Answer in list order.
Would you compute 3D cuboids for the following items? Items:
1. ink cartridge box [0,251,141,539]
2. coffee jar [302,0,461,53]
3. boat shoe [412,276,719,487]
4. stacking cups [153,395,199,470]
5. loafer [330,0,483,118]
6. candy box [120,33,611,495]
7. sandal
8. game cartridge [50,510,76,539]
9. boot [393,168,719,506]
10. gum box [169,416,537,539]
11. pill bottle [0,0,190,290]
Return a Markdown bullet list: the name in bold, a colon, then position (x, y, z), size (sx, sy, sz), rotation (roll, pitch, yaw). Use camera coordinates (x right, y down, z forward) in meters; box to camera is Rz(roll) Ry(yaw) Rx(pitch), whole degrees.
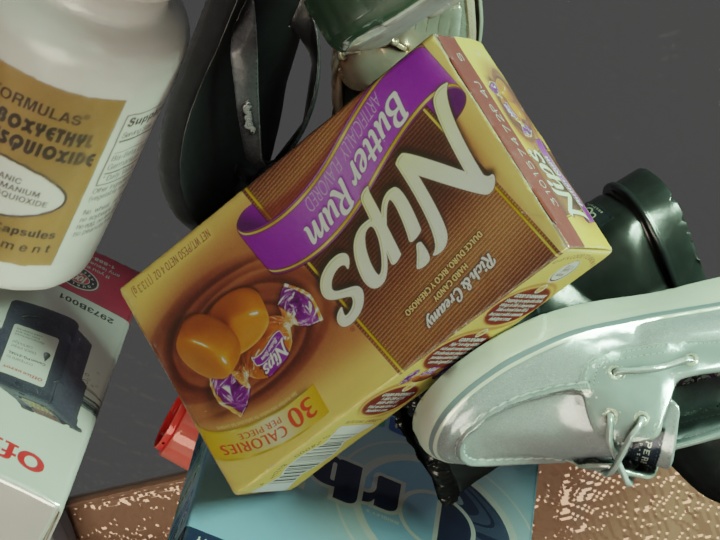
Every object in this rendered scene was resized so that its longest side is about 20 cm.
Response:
- **ink cartridge box**: position (-0.200, 0.054, 1.167), size (0.144, 0.200, 0.084), rotation (26, 122, -9)
- **coffee jar**: position (-0.021, -0.194, 1.008), size (0.085, 0.104, 0.200), rotation (-31, 90, 15)
- **boat shoe**: position (0.125, 0.057, 1.092), size (0.200, 0.072, 0.070), rotation (-15, 139, -16)
- **stacking cups**: position (-0.015, 0.126, 1.278), size (0.200, 0.061, 0.061), rotation (28, 121, -6)
- **loafer**: position (0.017, -0.081, 1.135), size (0.072, 0.063, 0.201), rotation (7, 123, 5)
- **candy box**: position (0.000, 0.000, 1.088), size (0.200, 0.056, 0.117), rotation (-37, 73, 23)
- **sandal**: position (-0.044, -0.100, 1.106), size (0.043, 0.076, 0.201), rotation (28, 117, 27)
- **game cartridge**: position (-0.234, 0.130, 1.303), size (0.133, 0.041, 0.200), rotation (-19, 126, 14)
- **boot**: position (0.101, 0.061, 1.171), size (0.162, 0.073, 0.199), rotation (-29, 111, -10)
- **gum box**: position (-0.002, 0.125, 1.177), size (0.169, 0.200, 0.045), rotation (23, 123, -8)
- **pill bottle**: position (-0.143, -0.099, 1.115), size (0.114, 0.114, 0.200), rotation (24, 122, -8)
